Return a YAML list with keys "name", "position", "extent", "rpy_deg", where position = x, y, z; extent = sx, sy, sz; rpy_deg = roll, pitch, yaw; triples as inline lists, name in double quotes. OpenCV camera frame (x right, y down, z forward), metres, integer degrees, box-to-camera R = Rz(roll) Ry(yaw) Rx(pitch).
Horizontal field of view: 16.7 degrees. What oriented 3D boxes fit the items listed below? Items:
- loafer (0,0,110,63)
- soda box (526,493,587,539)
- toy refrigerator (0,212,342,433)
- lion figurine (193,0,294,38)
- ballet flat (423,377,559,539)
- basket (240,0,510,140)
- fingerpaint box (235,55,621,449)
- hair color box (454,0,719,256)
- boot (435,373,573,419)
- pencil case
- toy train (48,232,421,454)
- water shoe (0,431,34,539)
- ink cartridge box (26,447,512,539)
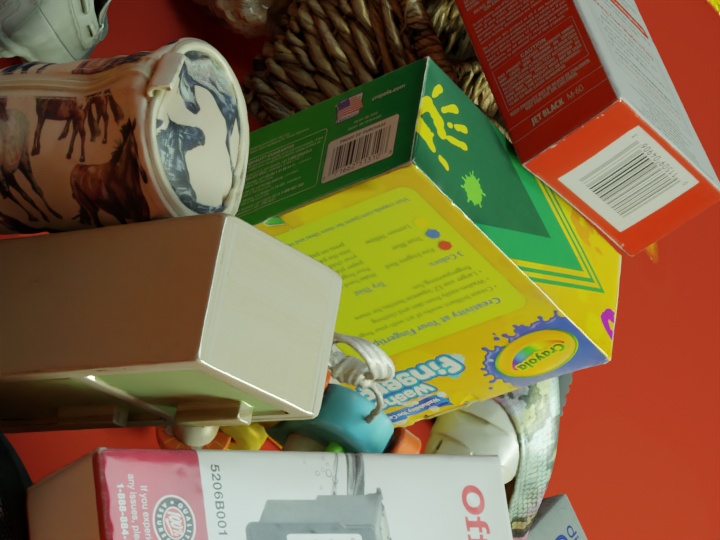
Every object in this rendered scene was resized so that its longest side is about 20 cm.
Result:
- name: "loafer"
  position: [-0.139, -0.131, 1.137]
  extent: [0.070, 0.070, 0.200]
  rpy_deg: [63, 4, -3]
- name: "soda box"
  position: [0.119, 0.232, 1.379]
  extent: [0.068, 0.063, 0.200]
  rpy_deg: [-36, 104, -54]
- name: "toy refrigerator"
  position: [-0.111, 0.029, 1.031]
  extent: [0.076, 0.200, 0.070]
  rpy_deg: [29, 63, -45]
- name: "lion figurine"
  position: [-0.107, -0.212, 1.295]
  extent: [0.200, 0.072, 0.123]
  rpy_deg: [29, 60, -27]
- name: "ballet flat"
  position: [0.056, 0.118, 1.278]
  extent: [0.071, 0.069, 0.200]
  rpy_deg: [-22, 131, -46]
- name: "basket"
  position: [0.057, -0.116, 1.333]
  extent: [0.143, 0.149, 0.200]
  rpy_deg: [39, 19, 20]
- name: "fingerpaint box"
  position: [0.000, 0.000, 1.207]
  extent: [0.167, 0.200, 0.073]
  rpy_deg: [43, 42, -34]
- name: "hair color box"
  position: [0.102, -0.117, 1.237]
  extent: [0.111, 0.064, 0.200]
  rpy_deg: [35, 29, -46]
- name: "boot"
  position: [0.044, 0.005, 1.396]
  extent: [0.200, 0.066, 0.165]
  rpy_deg: [40, 42, -31]
- name: "pencil case"
  position: [-0.138, -0.056, 1.040]
  extent: [0.089, 0.200, 0.078]
  rpy_deg: [47, 53, -44]
- name: "toy train"
  position: [-0.072, 0.053, 1.134]
  extent: [0.056, 0.200, 0.150]
  rpy_deg: [-59, 149, -22]
- name: "water shoe"
  position: [-0.190, 0.087, 1.022]
  extent: [0.200, 0.071, 0.079]
  rpy_deg: [53, 30, -40]
- name: "ink cartridge box"
  position: [-0.030, 0.153, 1.031]
  extent: [0.200, 0.083, 0.146]
  rpy_deg: [3, 69, -31]
